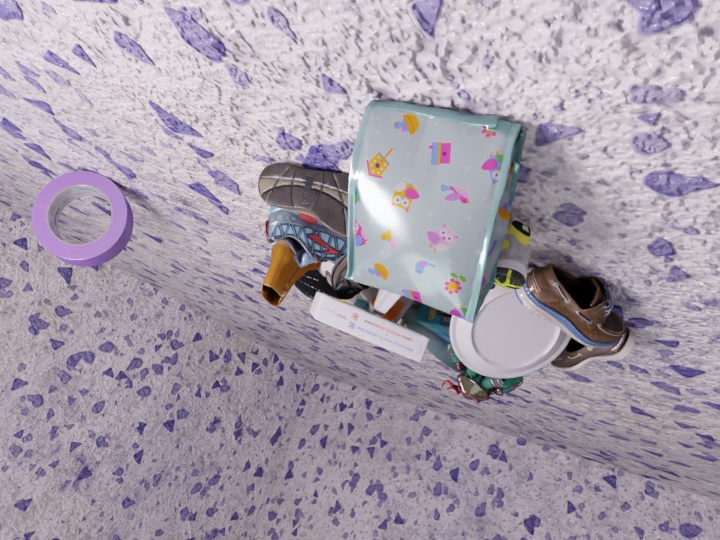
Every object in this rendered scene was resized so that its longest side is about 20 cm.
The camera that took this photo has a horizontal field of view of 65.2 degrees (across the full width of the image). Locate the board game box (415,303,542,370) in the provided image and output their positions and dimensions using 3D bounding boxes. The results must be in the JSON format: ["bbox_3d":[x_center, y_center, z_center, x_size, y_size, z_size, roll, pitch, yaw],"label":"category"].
[{"bbox_3d":[0.220,0.115,1.035,0.150,0.048,0.198,34,163,-32],"label":"board game box"}]

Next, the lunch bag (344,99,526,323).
[{"bbox_3d":[0.076,-0.074,0.604,0.167,0.122,0.204,17,121,21],"label":"lunch bag"}]

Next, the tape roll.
[{"bbox_3d":[-0.615,-0.114,1.255,0.197,0.204,0.066,23,163,-4],"label":"tape roll"}]

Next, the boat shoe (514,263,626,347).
[{"bbox_3d":[0.311,0.050,0.786,0.197,0.073,0.072,21,139,-24],"label":"boat shoe"}]

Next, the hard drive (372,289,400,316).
[{"bbox_3d":[0.063,-0.016,0.805,0.026,0.134,0.200,22,164,0],"label":"hard drive"}]

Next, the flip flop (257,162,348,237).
[{"bbox_3d":[-0.056,-0.101,0.809,0.196,0.083,0.057,18,-179,20],"label":"flip flop"}]

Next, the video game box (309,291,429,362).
[{"bbox_3d":[0.006,0.089,0.942,0.179,0.048,0.200,25,176,-6],"label":"video game box"}]

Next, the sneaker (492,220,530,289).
[{"bbox_3d":[0.171,-0.022,0.760,0.074,0.078,0.200,24,175,-17],"label":"sneaker"}]

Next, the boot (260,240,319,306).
[{"bbox_3d":[-0.143,0.006,1.120,0.069,0.146,0.202,18,164,14],"label":"boot"}]

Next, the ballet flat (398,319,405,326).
[{"bbox_3d":[0.176,0.159,1.339,0.196,0.071,0.070,20,164,9],"label":"ballet flat"}]

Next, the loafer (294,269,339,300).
[{"bbox_3d":[-0.061,0.053,1.299,0.196,0.074,0.072,22,168,5],"label":"loafer"}]

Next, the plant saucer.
[{"bbox_3d":[0.164,0.131,1.196,0.200,0.039,0.201,40,-167,-11],"label":"plant saucer"}]

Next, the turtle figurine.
[{"bbox_3d":[0.219,0.188,1.016,0.147,0.102,0.201,23,160,8],"label":"turtle figurine"}]

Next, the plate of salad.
[{"bbox_3d":[0.234,0.080,0.872,0.197,0.202,0.048,26,-156,-16],"label":"plate of salad"}]

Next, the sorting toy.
[{"bbox_3d":[-0.009,0.042,1.126,0.179,0.107,0.200,40,173,-4],"label":"sorting toy"}]

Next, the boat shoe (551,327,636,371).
[{"bbox_3d":[0.372,0.123,0.956,0.059,0.073,0.200,30,159,-8],"label":"boat shoe"}]

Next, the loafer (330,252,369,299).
[{"bbox_3d":[0.000,0.000,0.927,0.070,0.064,0.201,-4,147,-24],"label":"loafer"}]

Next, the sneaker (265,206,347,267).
[{"bbox_3d":[-0.076,-0.042,0.966,0.197,0.097,0.079,26,163,-18],"label":"sneaker"}]
